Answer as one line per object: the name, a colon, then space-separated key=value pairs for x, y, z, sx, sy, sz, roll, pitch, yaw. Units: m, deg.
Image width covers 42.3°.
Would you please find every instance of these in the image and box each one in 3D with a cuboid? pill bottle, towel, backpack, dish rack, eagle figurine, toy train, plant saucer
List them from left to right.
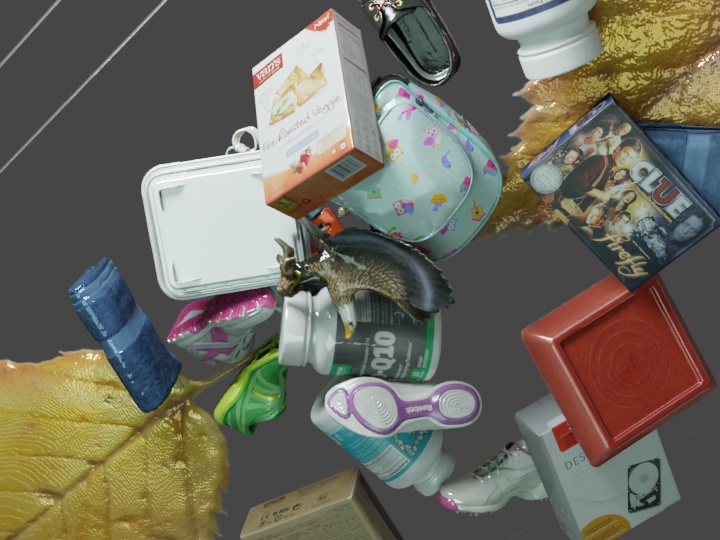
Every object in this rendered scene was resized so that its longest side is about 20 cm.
towel: x=-0.316 y=0.087 z=1.261 sx=0.048 sy=0.112 sz=0.201 roll=-23 pitch=109 yaw=11
dish rack: x=-0.167 y=-0.055 z=1.151 sx=0.198 sy=0.044 sz=0.173 roll=-9 pitch=98 yaw=-1
toy train: x=-0.114 y=-0.080 z=1.198 sx=0.150 sy=0.056 sz=0.200 roll=-42 pitch=97 yaw=5
pill bottle: x=-0.002 y=0.080 z=1.195 sx=0.198 sy=0.113 sz=0.114 roll=4 pitch=116 yaw=-8
eagle figurine: x=0.000 y=0.007 z=1.104 sx=0.198 sy=0.152 sz=0.152 roll=-6 pitch=128 yaw=-3
pill bottle: x=0.036 y=0.222 z=1.277 sx=0.200 sy=0.111 sz=0.111 roll=41 pitch=114 yaw=-11
backpack: x=0.068 y=-0.112 z=1.097 sx=0.199 sy=0.153 sz=0.176 roll=33 pitch=103 yaw=-16
pill bottle: x=0.189 y=-0.317 z=1.001 sx=0.119 sy=0.120 sz=0.201 roll=-18 pitch=111 yaw=16
plant saucer: x=0.330 y=0.113 z=1.154 sx=0.199 sy=0.037 sz=0.201 roll=-30 pitch=94 yaw=-8
towel: x=0.380 y=-0.117 z=1.103 sx=0.198 sy=0.049 sz=0.113 roll=4 pitch=116 yaw=6

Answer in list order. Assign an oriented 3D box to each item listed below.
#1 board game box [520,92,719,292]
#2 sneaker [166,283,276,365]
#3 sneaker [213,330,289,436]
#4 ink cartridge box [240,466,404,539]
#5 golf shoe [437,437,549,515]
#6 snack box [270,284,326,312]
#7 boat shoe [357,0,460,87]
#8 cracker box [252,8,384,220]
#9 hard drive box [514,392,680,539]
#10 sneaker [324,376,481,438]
board game box: x=0.303 y=-0.087 z=1.082 sx=0.200 sy=0.035 sz=0.135 roll=43 pitch=114 yaw=-13
sneaker: x=-0.171 y=0.072 z=1.249 sx=0.088 sy=0.082 sz=0.199 roll=42 pitch=140 yaw=-25
sneaker: x=-0.128 y=0.158 z=1.297 sx=0.083 sy=0.074 sz=0.200 roll=36 pitch=124 yaw=-6
ink cartridge box: x=-0.053 y=0.406 z=1.395 sx=0.199 sy=0.075 sz=0.166 roll=-24 pitch=110 yaw=18
golf shoe: x=0.193 y=0.275 z=1.274 sx=0.198 sy=0.075 sz=0.092 roll=-7 pitch=106 yaw=-26
snack box: x=-0.108 y=0.017 z=1.252 sx=0.199 sy=0.024 sz=0.072 roll=26 pitch=115 yaw=-3
boat shoe: x=0.044 y=-0.300 z=1.065 sx=0.073 sy=0.063 sz=0.202 roll=-33 pitch=104 yaw=24
cracker box: x=-0.052 y=-0.177 z=1.053 sx=0.133 sy=0.201 sz=0.057 roll=-29 pitch=144 yaw=31
hard drive box: x=0.315 y=0.247 z=1.234 sx=0.155 sy=0.077 sz=0.201 roll=-28 pitch=109 yaw=-8
sneaker: x=0.051 y=0.180 z=1.194 sx=0.198 sy=0.100 sz=0.076 roll=4 pitch=77 yaw=-8
